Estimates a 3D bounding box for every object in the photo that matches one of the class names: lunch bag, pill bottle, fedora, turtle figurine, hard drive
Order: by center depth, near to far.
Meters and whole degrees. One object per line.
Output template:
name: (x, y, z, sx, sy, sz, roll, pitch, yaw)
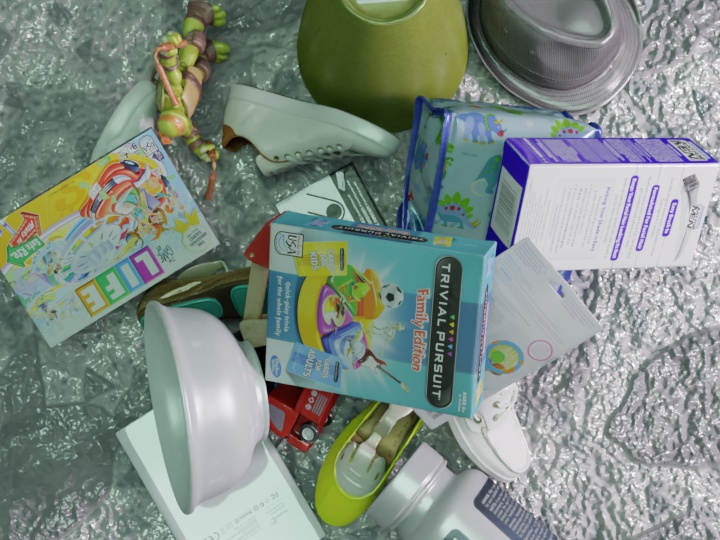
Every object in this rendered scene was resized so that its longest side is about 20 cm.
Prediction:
pill bottle: (0.108, 0.264, 1.235, 0.200, 0.120, 0.120, 41, 84, 6)
lunch bag: (0.130, -0.061, 1.264, 0.168, 0.127, 0.203, 3, 104, -14)
hard drive: (-0.141, 0.216, 1.293, 0.131, 0.025, 0.201, -32, 82, -3)
turtle figurine: (-0.176, -0.182, 1.300, 0.064, 0.201, 0.163, 1, 51, 16)
fedora: (0.205, -0.267, 1.324, 0.177, 0.090, 0.200, -43, 83, -6)

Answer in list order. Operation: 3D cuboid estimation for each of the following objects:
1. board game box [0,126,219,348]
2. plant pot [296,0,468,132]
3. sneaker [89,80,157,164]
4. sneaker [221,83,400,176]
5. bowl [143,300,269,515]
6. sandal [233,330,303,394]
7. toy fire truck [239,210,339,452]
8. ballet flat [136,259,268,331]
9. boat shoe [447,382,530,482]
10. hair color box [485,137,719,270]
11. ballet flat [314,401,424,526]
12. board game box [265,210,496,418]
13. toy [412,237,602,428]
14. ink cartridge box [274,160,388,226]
board game box: (-0.259, -0.034, 1.279, 0.199, 0.034, 0.135, -32, 103, -3)
plant pot: (0.022, -0.253, 1.271, 0.184, 0.200, 0.190, 0, 82, 1)
sneaker: (-0.238, -0.093, 1.323, 0.088, 0.075, 0.202, 25, 93, 0)
sneaker: (-0.054, -0.128, 1.313, 0.198, 0.073, 0.086, 16, 89, 25)
bowl: (-0.141, 0.121, 1.208, 0.089, 0.201, 0.204, -10, 81, -18)
sandal: (-0.042, 0.091, 1.288, 0.197, 0.045, 0.076, 1, 107, 20)
toy fire truck: (-0.066, 0.061, 1.235, 0.140, 0.049, 0.201, 30, 115, 9)
ballet flat: (-0.132, 0.018, 1.304, 0.197, 0.068, 0.073, -10, 48, 9)
boat shoe: (0.120, 0.120, 1.250, 0.069, 0.071, 0.201, -20, 108, 39)
hair color box: (0.223, -0.062, 1.189, 0.197, 0.065, 0.110, -1, 120, -18)
ballet flat: (0.018, 0.166, 1.277, 0.067, 0.067, 0.201, 36, 84, 4)
board game box: (0.015, 0.038, 1.145, 0.198, 0.047, 0.153, 9, 109, 17)
toy: (0.108, 0.054, 1.181, 0.199, 0.047, 0.115, -35, 110, 22)
ink cartridge box: (0.000, 0.000, 1.312, 0.093, 0.044, 0.201, -29, 83, -2)
